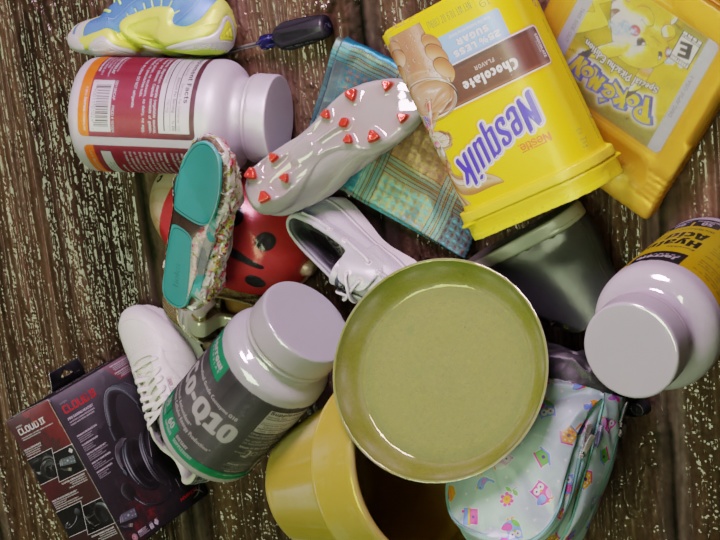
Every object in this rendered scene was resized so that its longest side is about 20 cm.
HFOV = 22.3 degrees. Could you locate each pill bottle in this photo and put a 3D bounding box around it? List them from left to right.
[{"bbox_3d":[-0.172,-0.149,1.770,0.199,0.113,0.114,4,110,17],"label":"pill bottle"},{"bbox_3d":[-0.102,0.107,1.761,0.113,0.113,0.200,47,127,8],"label":"pill bottle"},{"bbox_3d":[0.263,0.034,1.529,0.111,0.200,0.112,11,113,27],"label":"pill bottle"}]

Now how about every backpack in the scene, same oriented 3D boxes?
[{"bbox_3d":[0.153,0.165,1.655,0.166,0.126,0.201,11,81,32],"label":"backpack"}]

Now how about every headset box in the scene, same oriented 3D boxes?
[{"bbox_3d":[-0.272,0.191,1.945,0.077,0.149,0.201,-25,93,35],"label":"headset box"}]

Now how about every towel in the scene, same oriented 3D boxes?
[{"bbox_3d":[0.039,-0.116,1.719,0.199,0.022,0.147,31,122,18],"label":"towel"}]

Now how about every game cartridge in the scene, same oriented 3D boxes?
[{"bbox_3d":[0.227,-0.171,1.578,0.176,0.032,0.201,37,122,15],"label":"game cartridge"}]

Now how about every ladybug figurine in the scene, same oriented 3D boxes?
[{"bbox_3d":[-0.132,-0.043,1.819,0.199,0.072,0.136,25,119,21],"label":"ladybug figurine"}]

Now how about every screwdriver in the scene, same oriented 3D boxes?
[{"bbox_3d":[-0.109,-0.218,1.773,0.199,0.029,0.028,-8,104,38],"label":"screwdriver"}]

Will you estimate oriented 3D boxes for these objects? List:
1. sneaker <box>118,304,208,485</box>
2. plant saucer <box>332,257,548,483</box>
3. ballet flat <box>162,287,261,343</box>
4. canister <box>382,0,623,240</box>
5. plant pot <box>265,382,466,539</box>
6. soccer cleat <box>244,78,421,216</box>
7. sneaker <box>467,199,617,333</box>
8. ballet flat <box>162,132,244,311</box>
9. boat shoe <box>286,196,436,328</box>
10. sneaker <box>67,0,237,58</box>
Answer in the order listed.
[{"bbox_3d":[-0.200,0.128,1.920,0.076,0.080,0.201,-33,88,37],"label":"sneaker"},{"bbox_3d":[0.073,0.090,1.619,0.199,0.031,0.201,-5,76,19],"label":"plant saucer"},{"bbox_3d":[-0.132,0.051,1.858,0.199,0.065,0.071,9,112,29],"label":"ballet flat"},{"bbox_3d":[0.120,-0.145,1.589,0.148,0.086,0.201,-23,94,37],"label":"canister"},{"bbox_3d":[0.012,0.196,1.761,0.189,0.200,0.202,-17,99,51],"label":"plant pot"},{"bbox_3d":[-0.020,-0.115,1.708,0.199,0.078,0.070,-31,70,17],"label":"soccer cleat"},{"bbox_3d":[0.147,0.025,1.673,0.200,0.075,0.107,-30,94,39],"label":"sneaker"},{"bbox_3d":[-0.145,-0.051,1.736,0.076,0.064,0.201,39,130,27],"label":"ballet flat"},{"bbox_3d":[0.000,0.000,1.716,0.200,0.068,0.072,51,143,32],"label":"boat shoe"},{"bbox_3d":[-0.203,-0.261,1.793,0.199,0.076,0.106,3,91,31],"label":"sneaker"}]
